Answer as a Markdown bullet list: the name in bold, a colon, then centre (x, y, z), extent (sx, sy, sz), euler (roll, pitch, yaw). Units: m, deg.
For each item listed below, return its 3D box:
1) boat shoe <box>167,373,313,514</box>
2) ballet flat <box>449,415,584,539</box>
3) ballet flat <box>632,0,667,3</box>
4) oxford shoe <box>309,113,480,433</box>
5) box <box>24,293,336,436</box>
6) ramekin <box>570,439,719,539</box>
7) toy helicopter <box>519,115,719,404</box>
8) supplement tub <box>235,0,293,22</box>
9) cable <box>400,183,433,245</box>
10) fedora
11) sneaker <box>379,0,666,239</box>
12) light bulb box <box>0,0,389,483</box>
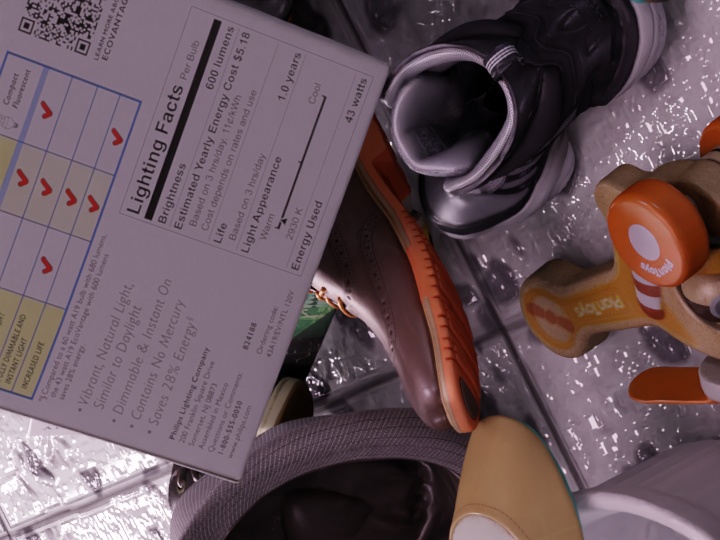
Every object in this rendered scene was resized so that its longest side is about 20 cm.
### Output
- **boat shoe**: centre (-0.071, 0.116, 1.516), extent (0.065, 0.073, 0.200), euler (25, 142, 8)
- **ballet flat**: centre (0.072, 0.166, 1.293), extent (0.068, 0.063, 0.201), euler (2, 112, 45)
- **ballet flat**: centre (0.099, -0.210, 1.204), extent (0.068, 0.068, 0.201), euler (-26, 94, 35)
- **oxford shoe**: centre (0.000, 0.000, 1.326), extent (0.071, 0.073, 0.200), euler (61, -175, -54)
- **box**: centre (-0.091, 0.030, 1.443), extent (0.200, 0.144, 0.036), euler (114, 151, -65)
- **ramekin**: centre (0.164, 0.176, 1.326), extent (0.200, 0.098, 0.201), euler (24, 127, 36)
- **toy helicopter**: centre (0.139, 0.014, 1.299), extent (0.133, 0.079, 0.200), euler (57, 151, -8)
- **supplement tub**: centre (-0.099, -0.100, 1.430), extent (0.122, 0.122, 0.201), euler (33, 132, 30)
- **cable**: centre (0.019, 0.041, 1.440), extent (0.097, 0.050, 0.201), euler (5, 115, 49)
- **fedora**: centre (-0.022, 0.133, 1.408), extent (0.090, 0.199, 0.178), euler (-136, 38, -55)
- **sneaker**: centre (0.050, -0.065, 1.295), extent (0.076, 0.114, 0.200), euler (54, 143, 11)
- **light bulb box**: centre (-0.124, -0.038, 1.251), extent (0.125, 0.199, 0.199), euler (23, 93, 65)
